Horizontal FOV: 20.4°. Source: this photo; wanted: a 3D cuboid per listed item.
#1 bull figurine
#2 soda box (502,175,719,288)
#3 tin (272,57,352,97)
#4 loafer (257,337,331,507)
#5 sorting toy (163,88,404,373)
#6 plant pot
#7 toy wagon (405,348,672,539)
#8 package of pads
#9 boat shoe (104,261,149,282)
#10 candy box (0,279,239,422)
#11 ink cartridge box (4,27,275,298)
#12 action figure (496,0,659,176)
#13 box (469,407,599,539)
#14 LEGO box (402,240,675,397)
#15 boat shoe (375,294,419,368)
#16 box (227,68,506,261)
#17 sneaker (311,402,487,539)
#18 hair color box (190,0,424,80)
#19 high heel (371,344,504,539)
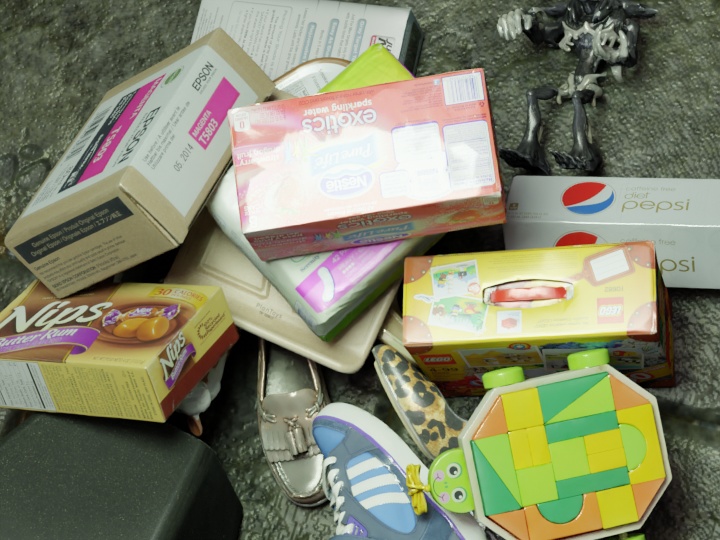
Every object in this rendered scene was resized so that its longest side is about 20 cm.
[{"bbox_3d":[-0.156,0.067,1.691,0.120,0.066,0.200,4,32,19],"label":"bull figurine"},{"bbox_3d":[0.220,-0.032,1.651,0.198,0.068,0.064,2,40,16],"label":"soda box"},{"bbox_3d":[-0.066,-0.104,1.722,0.199,0.042,0.112,-31,72,4],"label":"tin"},{"bbox_3d":[-0.061,0.097,1.694,0.071,0.063,0.202,-12,68,10],"label":"loafer"},{"bbox_3d":[-0.044,-0.035,1.664,0.184,0.036,0.201,23,79,13],"label":"sorting toy"},{"bbox_3d":[-0.207,0.212,1.632,0.198,0.200,0.178,24,68,22],"label":"plant pot"},{"bbox_3d":[0.134,0.150,1.522,0.198,0.040,0.157,-11,89,-7],"label":"toy wagon"},{"bbox_3d":[-0.009,-0.067,1.613,0.200,0.068,0.155,-42,74,-5],"label":"package of pads"},{"bbox_3d":[-0.221,-0.012,1.773,0.060,0.072,0.203,9,76,14],"label":"boat shoe"},{"bbox_3d":[-0.212,0.061,1.612,0.199,0.057,0.117,3,34,32],"label":"candy box"},{"bbox_3d":[-0.179,-0.088,1.638,0.164,0.075,0.201,-23,29,43],"label":"ink cartridge box"},{"bbox_3d":[0.183,-0.183,1.709,0.118,0.102,0.202,6,74,29],"label":"action figure"},{"bbox_3d":[0.106,0.230,1.614,0.136,0.039,0.201,26,79,23],"label":"box"},{"bbox_3d":[0.147,0.042,1.610,0.198,0.149,0.078,-4,70,14],"label":"LEGO box"},{"bbox_3d":[0.000,0.000,1.711,0.065,0.072,0.200,-42,60,-1],"label":"boat shoe"},{"bbox_3d":[0.007,-0.078,1.530,0.198,0.095,0.104,-10,76,5],"label":"box"},{"bbox_3d":[-0.011,0.203,1.576,0.146,0.081,0.200,-35,55,-23],"label":"sneaker"},{"bbox_3d":[-0.052,-0.188,1.796,0.198,0.061,0.100,8,75,19],"label":"hair color box"},{"bbox_3d":[0.112,0.107,1.572,0.142,0.071,0.200,-38,95,4],"label":"high heel"}]
